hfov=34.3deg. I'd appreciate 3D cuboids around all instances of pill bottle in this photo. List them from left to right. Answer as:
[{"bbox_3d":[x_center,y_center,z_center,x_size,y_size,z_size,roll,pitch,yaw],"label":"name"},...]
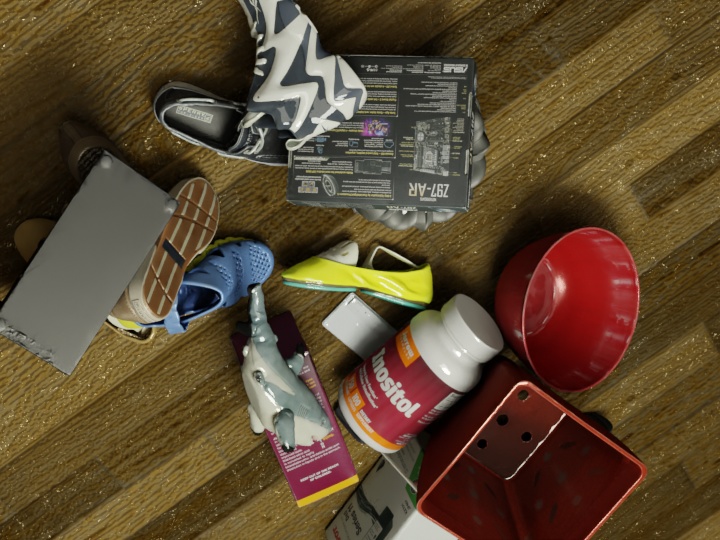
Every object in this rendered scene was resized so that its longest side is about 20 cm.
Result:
[{"bbox_3d":[0.074,0.123,1.421,0.112,0.114,0.200,35,116,-26],"label":"pill bottle"}]

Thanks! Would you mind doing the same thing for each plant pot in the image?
[{"bbox_3d":[0.189,0.218,1.407,0.199,0.177,0.201,35,104,-16],"label":"plant pot"}]

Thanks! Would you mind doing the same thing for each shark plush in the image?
[{"bbox_3d":[-0.096,0.110,1.318,0.083,0.091,0.202,-25,98,-26],"label":"shark plush"}]

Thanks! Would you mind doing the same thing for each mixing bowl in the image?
[{"bbox_3d":[0.237,0.040,1.435,0.198,0.108,0.203,-7,102,-35],"label":"mixing bowl"}]

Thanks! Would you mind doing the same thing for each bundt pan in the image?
[{"bbox_3d":[0.061,-0.133,1.343,0.199,0.076,0.205,-6,116,-13],"label":"bundt pan"}]

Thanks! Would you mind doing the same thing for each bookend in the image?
[{"bbox_3d":[-0.293,-0.014,1.198,0.092,0.198,0.201,34,83,-19],"label":"bookend"}]

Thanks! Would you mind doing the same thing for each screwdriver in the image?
[{"bbox_3d":[0.038,0.234,1.454,0.029,0.199,0.028,-30,147,-33],"label":"screwdriver"}]

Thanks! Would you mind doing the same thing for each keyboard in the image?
[{"bbox_3d":[0.036,0.105,1.487,0.056,0.011,0.200,-42,118,13],"label":"keyboard"}]

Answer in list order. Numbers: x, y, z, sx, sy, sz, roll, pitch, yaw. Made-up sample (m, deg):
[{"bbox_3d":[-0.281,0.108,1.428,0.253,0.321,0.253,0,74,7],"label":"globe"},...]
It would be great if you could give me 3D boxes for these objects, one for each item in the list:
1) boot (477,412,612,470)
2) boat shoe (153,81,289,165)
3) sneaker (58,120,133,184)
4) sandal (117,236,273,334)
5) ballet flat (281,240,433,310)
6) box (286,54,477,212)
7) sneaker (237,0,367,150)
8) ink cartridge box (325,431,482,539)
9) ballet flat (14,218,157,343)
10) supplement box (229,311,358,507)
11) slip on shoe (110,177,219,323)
[{"bbox_3d":[0.250,0.289,1.589,0.208,0.080,0.160,-5,116,-13],"label":"boot"},{"bbox_3d":[-0.130,-0.155,1.284,0.198,0.068,0.072,17,110,-22],"label":"boat shoe"},{"bbox_3d":[-0.266,-0.090,1.285,0.070,0.076,0.201,-34,141,-9],"label":"sneaker"},{"bbox_3d":[-0.176,0.023,1.321,0.199,0.087,0.081,-27,118,-32],"label":"sandal"},{"bbox_3d":[0.000,0.000,1.403,0.197,0.067,0.068,11,90,-22],"label":"ballet flat"},{"bbox_3d":[0.023,-0.148,1.255,0.197,0.044,0.163,2,87,10],"label":"box"},{"bbox_3d":[-0.100,-0.212,1.218,0.129,0.079,0.200,-41,91,-3],"label":"sneaker"},{"bbox_3d":[0.052,0.325,1.515,0.083,0.147,0.201,30,103,-25],"label":"ink cartridge box"},{"bbox_3d":[-0.303,0.013,1.320,0.199,0.063,0.069,38,99,-27],"label":"ballet flat"},{"bbox_3d":[-0.080,0.169,1.426,0.085,0.111,0.202,-22,118,-5],"label":"supplement box"},{"bbox_3d":[-0.213,-0.023,1.261,0.060,0.202,0.076,-11,134,30],"label":"slip on shoe"}]
